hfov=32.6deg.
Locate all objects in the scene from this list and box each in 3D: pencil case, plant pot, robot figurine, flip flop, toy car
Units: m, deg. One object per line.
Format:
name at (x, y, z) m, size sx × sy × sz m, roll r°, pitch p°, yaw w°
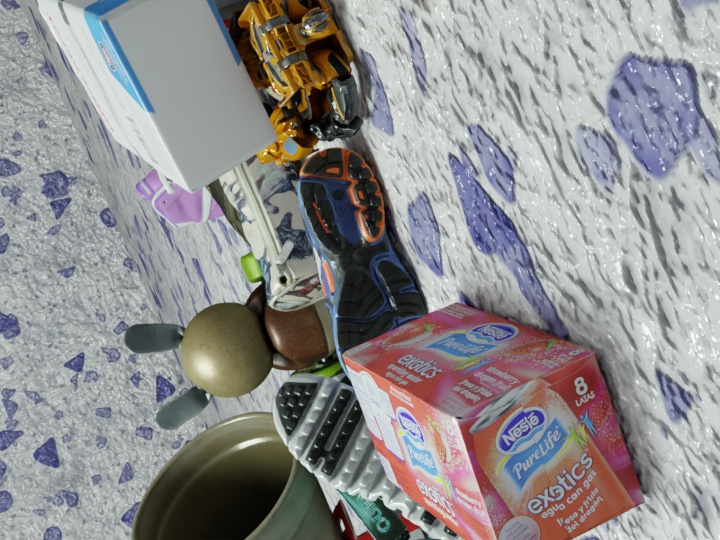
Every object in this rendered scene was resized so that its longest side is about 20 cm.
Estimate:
pencil case at (-0.084, -0.065, 1.103) m, size 0.200 × 0.078 × 0.089 m, roll 64°, pitch -173°, yaw 11°
plant pot at (-0.102, 0.275, 1.244) m, size 0.174 × 0.200 × 0.200 m, roll 55°, pitch 173°, yaw -30°
robot figurine at (-0.056, -0.149, 0.923) m, size 0.145 × 0.058 × 0.200 m, roll 63°, pitch 165°, yaw 4°
flip flop at (-0.120, -0.078, 1.279) m, size 0.081 × 0.058 × 0.200 m, roll 52°, pitch 175°, yaw 31°
toy car at (-0.126, 0.076, 1.226) m, size 0.165 × 0.200 × 0.158 m, roll 67°, pitch 165°, yaw -1°

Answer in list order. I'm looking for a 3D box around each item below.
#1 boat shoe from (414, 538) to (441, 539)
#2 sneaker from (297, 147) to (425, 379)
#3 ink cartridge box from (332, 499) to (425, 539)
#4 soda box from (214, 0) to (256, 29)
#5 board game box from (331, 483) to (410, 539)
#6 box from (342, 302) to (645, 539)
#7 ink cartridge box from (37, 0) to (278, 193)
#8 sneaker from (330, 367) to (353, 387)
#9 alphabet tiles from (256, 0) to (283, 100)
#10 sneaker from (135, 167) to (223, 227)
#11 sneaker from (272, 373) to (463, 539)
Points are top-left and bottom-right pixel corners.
boat shoe at (0.088, 0.301, 1.082) m, size 0.200 × 0.071 × 0.070 m, roll 19°, pitch 128°, yaw 62°
sneaker at (0.000, 0.000, 0.955) m, size 0.078 × 0.075 × 0.200 m, roll -139°, pitch 36°, yaw -78°
ink cartridge box at (0.043, 0.322, 1.263) m, size 0.200 × 0.067 × 0.116 m, roll 63°, pitch 164°, yaw 16°
soda box at (-0.142, -0.227, 1.064) m, size 0.064 × 0.068 × 0.200 m, roll 66°, pitch 166°, yaw -2°
board game box at (-0.008, 0.190, 1.098) m, size 0.135 × 0.028 × 0.200 m, roll 50°, pitch 173°, yaw 13°
box at (0.073, 0.093, 0.757) m, size 0.100 × 0.095 × 0.200 m, roll 70°, pitch 165°, yaw -13°
ink cartridge box at (-0.162, -0.160, 0.950) m, size 0.200 × 0.084 × 0.145 m, roll 32°, pitch 151°, yaw 58°
sneaker at (0.022, 0.131, 1.066) m, size 0.080 × 0.074 × 0.200 m, roll 54°, pitch 169°, yaw 28°
alphabet tiles at (-0.110, -0.238, 1.083) m, size 0.200 × 0.006 × 0.167 m, roll 39°, pitch 148°, yaw 60°
sneaker at (-0.194, -0.124, 1.341) m, size 0.201 × 0.114 × 0.073 m, roll 83°, pitch 160°, yaw -43°
sneaker at (0.018, 0.152, 0.979) m, size 0.200 × 0.075 × 0.081 m, roll 32°, pitch 172°, yaw 10°
